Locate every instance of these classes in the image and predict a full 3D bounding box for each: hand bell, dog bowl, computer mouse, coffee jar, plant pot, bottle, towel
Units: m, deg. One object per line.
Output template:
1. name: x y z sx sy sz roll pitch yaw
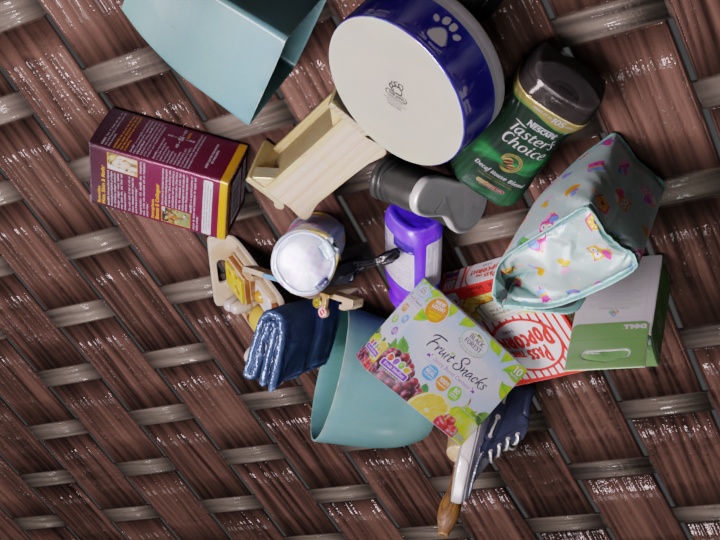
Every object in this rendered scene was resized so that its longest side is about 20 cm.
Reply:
1. hand bell: 0.149 0.310 1.801 0.103 0.201 0.104 13 145 9
2. dog bowl: 0.062 -0.221 1.357 0.199 0.079 0.201 33 149 22
3. computer mouse: 0.000 0.000 1.630 0.200 0.058 0.034 -13 98 64
4. coffee jar: 0.196 -0.172 1.412 0.104 0.086 0.200 30 135 -9
5. plant pot: 0.030 0.165 1.729 0.160 0.202 0.201 14 137 -9
6. bottle: 0.071 -0.003 1.625 0.084 0.065 0.201 48 152 39
7. plant pot: -0.163 -0.305 1.392 0.199 0.142 0.142 32 135 -1
8. towel: -0.085 0.094 1.647 0.048 0.200 0.112 20 103 21

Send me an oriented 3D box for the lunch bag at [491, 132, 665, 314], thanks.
1. lunch bag: 0.254 -0.043 1.453 0.122 0.171 0.200 43 133 -11

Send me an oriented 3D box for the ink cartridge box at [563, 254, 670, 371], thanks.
1. ink cartridge box: 0.326 0.070 1.511 0.103 0.201 0.060 -4 131 25

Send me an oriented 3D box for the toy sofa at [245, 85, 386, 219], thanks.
1. toy sofa: -0.047 -0.159 1.520 0.097 0.083 0.200 35 134 -19

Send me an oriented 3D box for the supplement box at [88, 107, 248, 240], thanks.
1. supplement box: -0.261 -0.131 1.625 0.199 0.086 0.111 16 136 5

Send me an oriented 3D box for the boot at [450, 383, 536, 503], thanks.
1. boot: 0.194 0.249 1.747 0.090 0.201 0.073 15 168 4

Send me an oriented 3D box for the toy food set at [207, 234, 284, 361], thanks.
1. toy food set: -0.167 0.057 1.722 0.200 0.060 0.144 49 152 39

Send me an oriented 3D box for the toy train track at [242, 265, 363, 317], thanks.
1. toy train track: -0.081 0.030 1.604 0.199 0.114 0.033 17 104 37

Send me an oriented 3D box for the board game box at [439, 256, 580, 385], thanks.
1. board game box: 0.223 0.069 1.661 0.151 0.046 0.200 -17 124 33

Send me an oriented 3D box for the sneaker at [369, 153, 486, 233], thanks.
1. sneaker: 0.084 -0.102 1.504 0.099 0.200 0.071 29 100 30

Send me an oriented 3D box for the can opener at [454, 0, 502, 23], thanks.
1. can opener: 0.139 -0.349 1.294 0.064 0.078 0.200 54 137 22

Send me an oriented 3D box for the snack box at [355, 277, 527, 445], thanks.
1. snack box: 0.112 0.125 1.615 0.200 0.053 0.142 40 92 -30

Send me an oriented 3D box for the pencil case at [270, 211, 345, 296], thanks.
1. pencil case: -0.066 -0.027 1.573 0.083 0.200 0.091 45 97 -5
